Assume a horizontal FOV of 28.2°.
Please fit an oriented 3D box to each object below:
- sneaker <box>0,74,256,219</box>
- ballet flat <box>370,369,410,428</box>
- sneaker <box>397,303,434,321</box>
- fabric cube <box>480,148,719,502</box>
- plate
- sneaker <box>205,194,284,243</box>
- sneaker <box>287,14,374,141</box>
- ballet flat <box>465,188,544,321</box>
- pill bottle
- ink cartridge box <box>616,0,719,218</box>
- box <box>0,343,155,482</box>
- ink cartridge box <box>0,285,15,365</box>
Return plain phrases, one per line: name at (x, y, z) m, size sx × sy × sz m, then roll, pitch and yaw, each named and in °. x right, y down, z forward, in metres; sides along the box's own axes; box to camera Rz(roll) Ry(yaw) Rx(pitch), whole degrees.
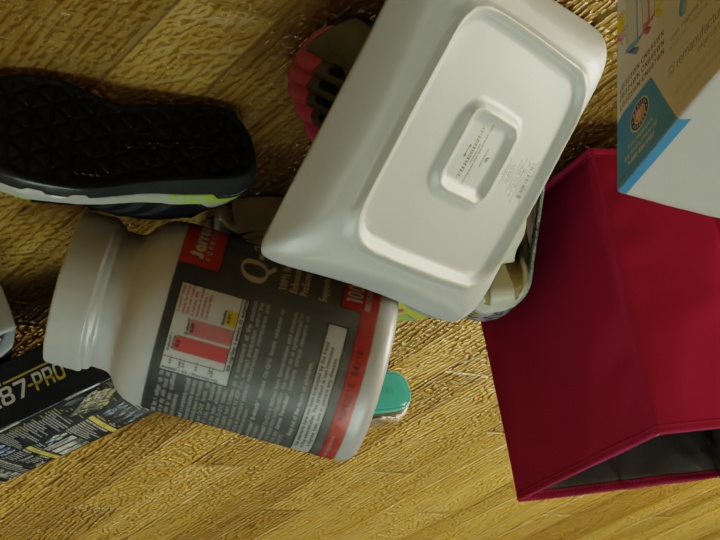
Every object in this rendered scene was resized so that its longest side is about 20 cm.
sneaker at (-0.151, -0.054, 0.818) m, size 0.198 × 0.072 × 0.083 m, roll 6°, pitch 152°, yaw -37°
ballet flat at (-0.045, 0.119, 1.258) m, size 0.198 × 0.069 × 0.067 m, roll 9°, pitch 155°, yaw -38°
sneaker at (0.000, 0.000, 1.015) m, size 0.089 × 0.079 × 0.200 m, roll -15°, pitch 155°, yaw 22°
fabric cube at (0.219, 0.042, 1.049) m, size 0.198 × 0.202 × 0.196 m, roll -2°, pitch 159°, yaw -24°
plate at (0.057, -0.070, 0.806) m, size 0.199 × 0.032 × 0.201 m, roll 20°, pitch 100°, yaw -52°
sneaker at (-0.098, 0.026, 1.010) m, size 0.074 × 0.082 × 0.200 m, roll -2°, pitch 154°, yaw -29°
sneaker at (0.019, -0.090, 0.854) m, size 0.095 × 0.079 × 0.201 m, roll -39°, pitch 153°, yaw -16°
ballet flat at (0.089, -0.018, 0.964) m, size 0.071 × 0.072 × 0.202 m, roll -10°, pitch 137°, yaw -9°
pill bottle at (-0.085, 0.036, 0.873) m, size 0.198 × 0.117 × 0.116 m, roll 16°, pitch 150°, yaw -6°
ink cartridge box at (0.205, -0.140, 0.701) m, size 0.124 × 0.202 × 0.129 m, roll 11°, pitch 150°, yaw -12°
box at (-0.221, 0.097, 1.051) m, size 0.160 × 0.050 × 0.200 m, roll -23°, pitch 168°, yaw -4°
ink cartridge box at (-0.336, 0.081, 0.967) m, size 0.196 × 0.044 × 0.200 m, roll -19°, pitch 167°, yaw -21°
